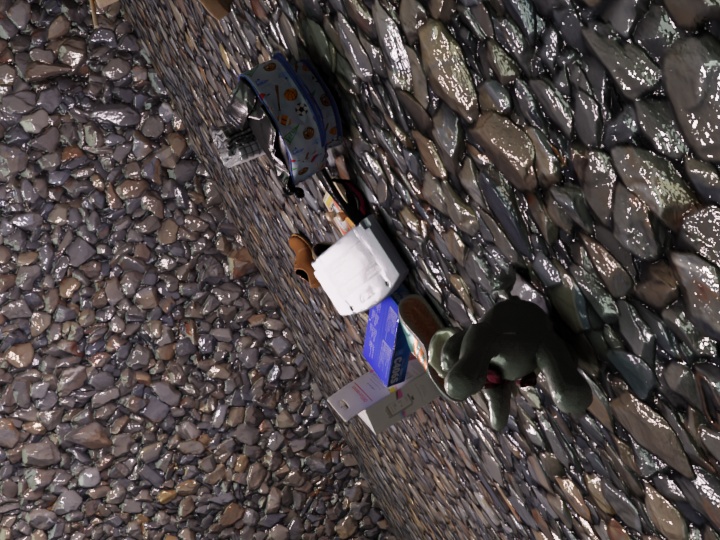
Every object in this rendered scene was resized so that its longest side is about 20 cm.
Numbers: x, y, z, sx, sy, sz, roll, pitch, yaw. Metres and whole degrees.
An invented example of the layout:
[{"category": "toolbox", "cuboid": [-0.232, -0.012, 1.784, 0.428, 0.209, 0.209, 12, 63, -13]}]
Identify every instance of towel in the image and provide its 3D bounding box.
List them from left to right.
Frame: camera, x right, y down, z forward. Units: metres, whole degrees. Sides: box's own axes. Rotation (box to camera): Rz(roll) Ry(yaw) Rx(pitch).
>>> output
[{"category": "towel", "cuboid": [-0.182, -0.256, 1.721, 0.086, 0.165, 0.200, 68, 167, -8]}]

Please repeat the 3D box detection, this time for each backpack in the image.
[{"category": "backpack", "cuboid": [-0.116, -0.247, 1.495, 0.200, 0.154, 0.191, 52, 175, 13]}]

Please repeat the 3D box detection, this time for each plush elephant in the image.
[{"category": "plush elephant", "cuboid": [0.169, 0.115, 1.134, 0.155, 0.164, 0.200, 96, 174, -48]}]

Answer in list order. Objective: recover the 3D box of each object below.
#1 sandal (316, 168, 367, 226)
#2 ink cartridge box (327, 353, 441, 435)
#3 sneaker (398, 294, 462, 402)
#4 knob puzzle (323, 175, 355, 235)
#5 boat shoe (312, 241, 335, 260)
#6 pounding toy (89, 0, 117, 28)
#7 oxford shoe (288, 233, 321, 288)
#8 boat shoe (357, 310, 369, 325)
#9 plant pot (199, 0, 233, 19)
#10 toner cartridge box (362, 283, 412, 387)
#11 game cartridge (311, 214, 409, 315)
[{"category": "sandal", "cuboid": [-0.013, -0.117, 1.649, 0.200, 0.045, 0.075, 51, 180, -28]}, {"category": "ink cartridge box", "cuboid": [0.047, 0.244, 1.830, 0.068, 0.200, 0.116, 66, 167, -23]}, {"category": "sneaker", "cuboid": [0.128, 0.135, 1.578, 0.200, 0.071, 0.080, 62, 174, 21]}, {"category": "knob puzzle", "cuboid": [-0.018, -0.067, 1.795, 0.220, 0.030, 0.220, 56, 167, 20]}, {"category": "boat shoe", "cuboid": [-0.033, -0.011, 1.770, 0.060, 0.072, 0.200, 51, 169, -26]}, {"category": "pounding toy", "cuboid": [-0.857, -0.928, 3.044, 0.184, 0.142, 0.200, 48, 162, 49]}, {"category": "oxford shoe", "cuboid": [-0.141, -0.026, 2.317, 0.200, 0.071, 0.071, 50, 166, 48]}, {"category": "boat shoe", "cuboid": [0.019, 0.069, 1.855, 0.200, 0.072, 0.065, 49, 164, 12]}, {"category": "plant pot", "cuboid": [-0.241, -0.508, 1.485, 0.201, 0.093, 0.201, 60, -174, -11]}, {"category": "toner cartridge box", "cuboid": [0.054, 0.111, 1.725, 0.095, 0.043, 0.200, 51, 146, 38]}, {"category": "game cartridge", "cuboid": [0.000, 0.000, 1.648, 0.200, 0.040, 0.134, -36, 82, 50]}]
